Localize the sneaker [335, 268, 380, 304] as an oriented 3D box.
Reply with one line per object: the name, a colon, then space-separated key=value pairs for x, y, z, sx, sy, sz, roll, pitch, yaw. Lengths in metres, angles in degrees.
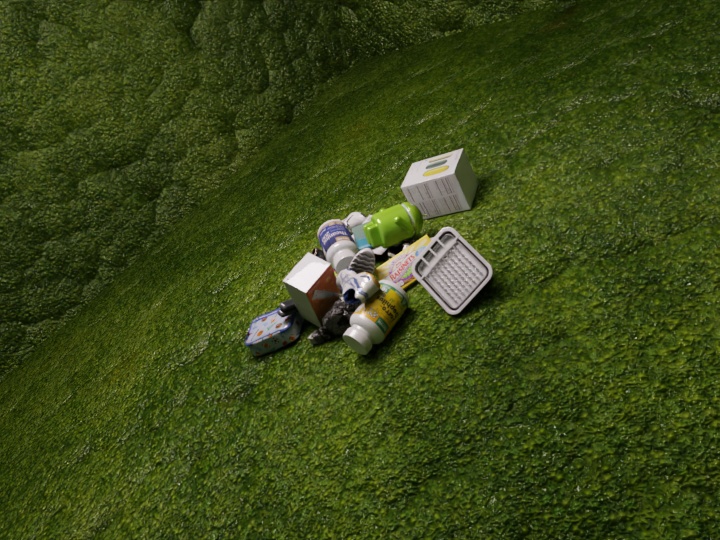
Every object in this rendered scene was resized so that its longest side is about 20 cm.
sneaker: x=-0.030 y=0.050 z=1.478 sx=0.088 sy=0.075 sz=0.200 roll=-49 pitch=21 yaw=-21

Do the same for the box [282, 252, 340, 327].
box: x=-0.139 y=0.065 z=1.611 sx=0.097 sy=0.201 sz=0.125 roll=25 pitch=62 yaw=30

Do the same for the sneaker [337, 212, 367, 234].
sneaker: x=-0.064 y=-0.143 z=1.961 sx=0.198 sy=0.080 sz=0.130 roll=-5 pitch=43 yaw=40

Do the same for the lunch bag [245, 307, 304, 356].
lunch bag: x=-0.286 y=0.191 z=1.720 sx=0.199 sy=0.076 sz=0.161 roll=-21 pitch=31 yaw=20

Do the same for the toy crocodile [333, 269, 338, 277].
toy crocodile: x=-0.102 y=0.020 z=1.722 sx=0.200 sy=0.068 sz=0.062 roll=33 pitch=60 yaw=29

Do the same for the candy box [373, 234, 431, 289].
candy box: x=0.148 y=-0.013 z=1.580 sx=0.199 sy=0.026 sz=0.102 roll=-34 pitch=69 yaw=0

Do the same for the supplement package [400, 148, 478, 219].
supplement package: x=0.273 y=-0.291 z=1.774 sx=0.199 sy=0.151 sz=0.152 roll=-10 pitch=38 yaw=34

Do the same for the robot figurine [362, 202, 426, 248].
robot figurine: x=0.111 y=-0.144 z=1.656 sx=0.199 sy=0.116 sz=0.175 roll=-23 pitch=17 yaw=-9

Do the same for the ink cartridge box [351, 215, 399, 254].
ink cartridge box: x=0.060 y=-0.113 z=1.814 sx=0.199 sy=0.045 sz=0.176 roll=15 pitch=54 yaw=44

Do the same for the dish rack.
dish rack: x=0.249 y=0.002 z=1.402 sx=0.172 sy=0.043 sz=0.200 roll=-50 pitch=58 yaw=17

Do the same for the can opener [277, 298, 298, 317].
can opener: x=-0.200 y=0.099 z=1.697 sx=0.066 sy=0.053 sz=0.200 roll=29 pitch=29 yaw=22

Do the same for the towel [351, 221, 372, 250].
towel: x=0.072 y=-0.138 z=1.783 sx=0.199 sy=0.022 sz=0.147 roll=-21 pitch=37 yaw=6

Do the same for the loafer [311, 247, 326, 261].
loafer: x=-0.187 y=0.012 z=1.803 sx=0.072 sy=0.063 sz=0.201 roll=11 pitch=66 yaw=50

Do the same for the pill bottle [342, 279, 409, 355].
pill bottle: x=0.041 y=0.132 z=1.452 sx=0.112 sy=0.113 sz=0.200 roll=8 pitch=50 yaw=48

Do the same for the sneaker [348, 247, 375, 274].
sneaker: x=0.000 y=0.000 z=1.611 sx=0.074 sy=0.201 sz=0.082 roll=18 pitch=42 yaw=-1

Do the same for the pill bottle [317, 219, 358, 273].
pill bottle: x=-0.070 y=-0.074 z=1.737 sx=0.111 sy=0.111 sz=0.200 roll=-31 pitch=42 yaw=5

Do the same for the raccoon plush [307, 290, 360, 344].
raccoon plush: x=-0.082 y=0.126 z=1.586 sx=0.199 sy=0.097 sz=0.134 roll=-21 pitch=36 yaw=21

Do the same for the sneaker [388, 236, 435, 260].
sneaker: x=0.177 y=-0.066 z=1.629 sx=0.199 sy=0.080 sz=0.074 roll=-25 pitch=30 yaw=11
